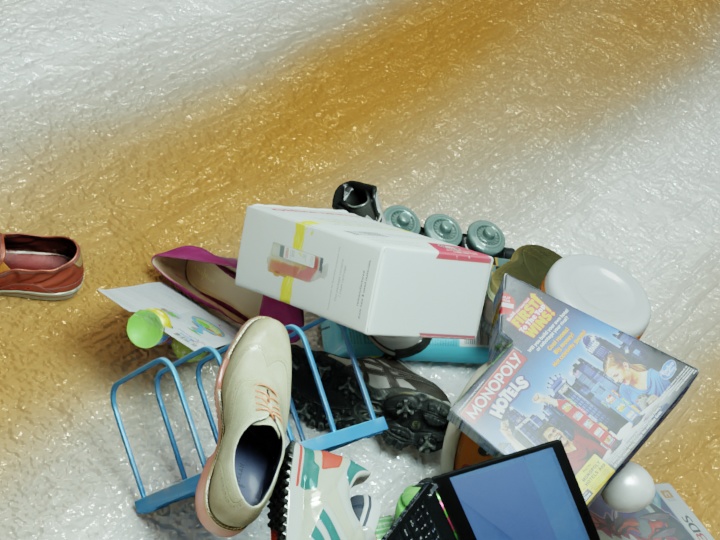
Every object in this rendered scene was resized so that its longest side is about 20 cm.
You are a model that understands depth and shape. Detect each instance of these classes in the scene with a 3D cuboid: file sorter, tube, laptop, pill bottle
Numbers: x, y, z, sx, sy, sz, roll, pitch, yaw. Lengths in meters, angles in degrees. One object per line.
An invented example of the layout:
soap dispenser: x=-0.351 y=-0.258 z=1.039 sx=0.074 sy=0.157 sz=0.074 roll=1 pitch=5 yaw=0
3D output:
file sorter: x=-0.106 y=0.128 z=1.530 sx=0.200 sy=0.139 sz=0.123 roll=-13 pitch=81 yaw=-36
tube: x=0.054 y=0.069 z=1.781 sx=0.199 sy=0.050 sz=0.078 roll=5 pitch=40 yaw=-15
laptop: x=0.109 y=0.269 z=1.441 sx=0.103 sy=0.178 sz=0.200 roll=5 pitch=40 yaw=41
pill bottle: x=0.207 y=0.089 z=1.711 sx=0.113 sy=0.200 sz=0.113 roll=14 pitch=41 yaw=-13

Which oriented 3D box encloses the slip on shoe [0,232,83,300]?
slip on shoe: x=-0.367 y=-0.010 z=1.642 sx=0.199 sy=0.061 sz=0.074 roll=2 pitch=47 yaw=-23

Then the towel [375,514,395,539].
towel: x=-0.009 y=0.295 z=1.518 sx=0.200 sy=0.023 sz=0.153 roll=-6 pitch=49 yaw=-32

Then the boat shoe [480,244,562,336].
boat shoe: x=0.175 y=0.024 z=1.801 sx=0.072 sy=0.066 sz=0.201 roll=38 pitch=24 yaw=12

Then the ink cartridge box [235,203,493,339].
ink cartridge box: x=0.000 y=0.000 z=1.569 sx=0.145 sy=0.084 sz=0.200 roll=4 pitch=11 yaw=-42

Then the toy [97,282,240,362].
toy: x=-0.185 y=0.058 z=1.637 sx=0.115 sy=0.047 sz=0.200 roll=31 pitch=4 yaw=9

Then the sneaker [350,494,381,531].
sneaker: x=-0.046 y=0.260 z=1.463 sx=0.079 sy=0.078 sz=0.200 roll=30 pitch=44 yaw=-2

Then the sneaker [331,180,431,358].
sneaker: x=0.010 y=-0.009 z=1.711 sx=0.076 sy=0.115 sz=0.201 roll=-24 pitch=52 yaw=1

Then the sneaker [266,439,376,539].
sneaker: x=-0.031 y=0.241 z=1.390 sx=0.093 sy=0.070 sz=0.200 roll=13 pitch=58 yaw=-16

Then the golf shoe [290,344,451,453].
golf shoe: x=-0.001 y=0.120 z=1.687 sx=0.200 sy=0.078 sz=0.095 roll=23 pitch=22 yaw=-4

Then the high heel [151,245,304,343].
high heel: x=-0.133 y=0.027 z=1.680 sx=0.096 sy=0.068 sz=0.200 roll=5 pitch=12 yaw=-33

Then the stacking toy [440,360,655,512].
stacking toy: x=0.189 y=0.179 z=1.609 sx=0.200 sy=0.146 sz=0.146 roll=18 pitch=36 yaw=24

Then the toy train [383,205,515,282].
toy train: x=0.084 y=0.000 z=1.846 sx=0.199 sy=0.085 sz=0.114 roll=9 pitch=55 yaw=-21

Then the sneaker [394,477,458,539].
sneaker: x=0.125 y=0.259 z=1.576 sx=0.200 sy=0.077 sz=0.084 roll=40 pitch=23 yaw=-4

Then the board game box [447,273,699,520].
board game box: x=0.176 y=0.108 z=1.562 sx=0.200 sy=0.062 sz=0.200 roll=39 pitch=61 yaw=14

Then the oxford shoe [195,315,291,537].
oxford shoe: x=-0.083 y=0.125 z=1.415 sx=0.071 sy=0.074 sz=0.200 roll=21 pitch=60 yaw=-25

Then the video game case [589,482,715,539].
video game case: x=0.275 y=0.282 z=1.644 sx=0.200 sy=0.023 sz=0.182 roll=-1 pitch=37 yaw=-31
